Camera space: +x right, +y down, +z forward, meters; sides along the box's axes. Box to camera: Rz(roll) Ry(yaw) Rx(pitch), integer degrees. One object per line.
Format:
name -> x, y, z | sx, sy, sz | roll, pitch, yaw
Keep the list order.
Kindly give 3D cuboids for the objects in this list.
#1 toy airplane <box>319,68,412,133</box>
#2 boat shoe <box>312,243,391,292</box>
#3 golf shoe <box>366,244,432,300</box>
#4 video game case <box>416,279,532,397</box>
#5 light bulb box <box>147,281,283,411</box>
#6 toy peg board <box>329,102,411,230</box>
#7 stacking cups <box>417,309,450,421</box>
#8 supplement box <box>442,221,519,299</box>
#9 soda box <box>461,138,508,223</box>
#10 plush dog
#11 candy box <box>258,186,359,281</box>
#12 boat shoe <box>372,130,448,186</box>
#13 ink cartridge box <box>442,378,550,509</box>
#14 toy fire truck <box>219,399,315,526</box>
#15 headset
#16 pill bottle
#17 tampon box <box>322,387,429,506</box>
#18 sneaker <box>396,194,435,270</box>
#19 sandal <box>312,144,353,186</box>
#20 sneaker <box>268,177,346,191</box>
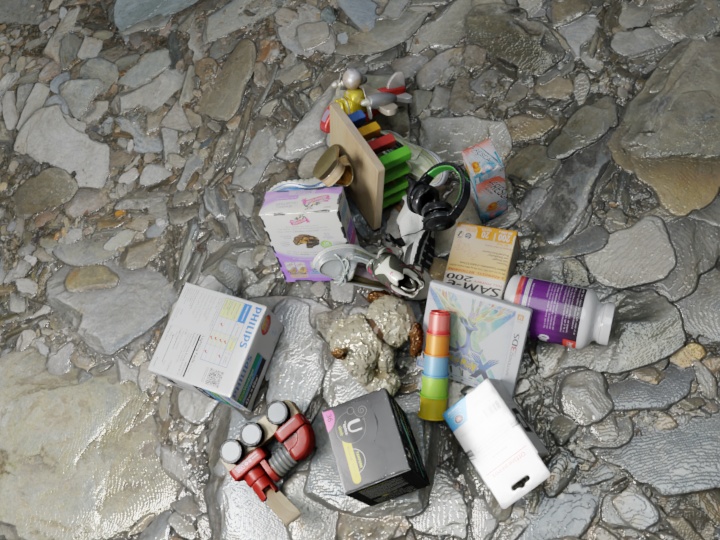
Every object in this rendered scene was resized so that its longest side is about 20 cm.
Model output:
toy airplane -> 0.014, -0.388, 1.728 | 0.197, 0.142, 0.200 | -6, 41, 32
boat shoe -> 0.000, 0.001, 1.559 | 0.075, 0.200, 0.065 | -55, 37, 30
golf shoe -> 0.090, 0.027, 1.511 | 0.078, 0.199, 0.088 | -53, 50, 10
video game case -> 0.210, 0.130, 1.474 | 0.197, 0.022, 0.185 | 17, 113, 21
light bulb box -> -0.292, 0.157, 1.602 | 0.197, 0.125, 0.201 | 15, 72, 19
toy peg board -> 0.023, -0.231, 1.649 | 0.097, 0.201, 0.200 | -24, 61, -17
stacking cups -> 0.138, 0.176, 1.464 | 0.060, 0.060, 0.204 | 3, 98, 16
supplement box -> 0.233, 0.016, 1.546 | 0.124, 0.074, 0.203 | 10, 72, 19
soda box -> 0.249, -0.174, 1.548 | 0.063, 0.200, 0.069 | -23, 65, 4
plush dog -> 0.029, 0.122, 1.508 | 0.171, 0.161, 0.200 | -41, 63, -1
candy box -> -0.097, -0.070, 1.595 | 0.165, 0.201, 0.072 | -1, 47, 14
boat shoe -> 0.101, -0.240, 1.682 | 0.199, 0.062, 0.073 | 36, 114, 31
ink cartridge box -> 0.253, 0.311, 1.409 | 0.116, 0.066, 0.201 | -41, 63, 17
toy fire truck -> -0.152, 0.371, 1.490 | 0.175, 0.129, 0.201 | -39, 76, -3
headset -> 0.128, -0.126, 1.536 | 0.201, 0.093, 0.124 | -52, 46, 19
pill bottle -> 0.368, 0.080, 1.462 | 0.197, 0.113, 0.114 | 12, 72, 20
tampon box -> 0.030, 0.323, 1.406 | 0.125, 0.200, 0.152 | -21, 64, 5
sneaker -> 0.112, -0.075, 1.627 | 0.079, 0.074, 0.203 | -2, 63, 30
sandal -> -0.047, -0.196, 1.601 | 0.070, 0.212, 0.078 | 41, 100, -17
sneaker -> -0.122, -0.152, 1.705 | 0.197, 0.078, 0.091 | -7, 80, 27
